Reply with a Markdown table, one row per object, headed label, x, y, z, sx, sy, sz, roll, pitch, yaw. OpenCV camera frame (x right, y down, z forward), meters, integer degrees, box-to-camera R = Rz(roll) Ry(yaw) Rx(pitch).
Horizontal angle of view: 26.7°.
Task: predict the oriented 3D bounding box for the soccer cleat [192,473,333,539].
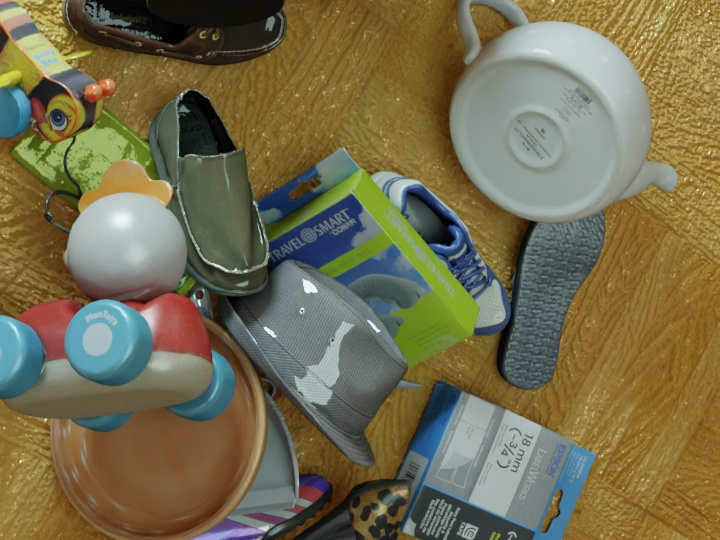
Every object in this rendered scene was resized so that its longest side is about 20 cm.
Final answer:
| label | x | y | z | sx | sy | sz | roll | pitch | yaw |
| --- | --- | --- | --- | --- | --- | --- | --- | --- | --- |
| soccer cleat | -0.119 | 0.215 | 1.353 | 0.200 | 0.068 | 0.073 | -21 | 94 | -18 |

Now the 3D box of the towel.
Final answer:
| label | x | y | z | sx | sy | sz | roll | pitch | yaw |
| --- | --- | --- | --- | --- | --- | --- | --- | --- | --- |
| towel | -0.201 | -0.070 | 1.318 | 0.200 | 0.018 | 0.086 | 41 | 78 | -20 |

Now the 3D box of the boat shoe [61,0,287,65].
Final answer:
| label | x | y | z | sx | sy | sz | roll | pitch | yaw |
| --- | --- | --- | --- | --- | --- | --- | --- | --- | --- |
| boat shoe | -0.153 | -0.213 | 1.298 | 0.199 | 0.070 | 0.071 | -2 | 95 | -23 |

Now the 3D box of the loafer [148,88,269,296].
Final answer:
| label | x | y | z | sx | sy | sz | roll | pitch | yaw |
| --- | --- | --- | --- | --- | --- | --- | --- | --- | --- |
| loafer | -0.128 | -0.069 | 1.267 | 0.075 | 0.070 | 0.200 | -13 | 62 | -26 |

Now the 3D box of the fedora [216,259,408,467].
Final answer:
| label | x | y | z | sx | sy | sz | roll | pitch | yaw |
| --- | --- | --- | --- | --- | --- | --- | --- | --- | --- |
| fedora | -0.028 | 0.064 | 1.295 | 0.090 | 0.177 | 0.200 | -45 | 76 | 6 |

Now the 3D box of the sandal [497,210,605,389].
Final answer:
| label | x | y | z | sx | sy | sz | roll | pitch | yaw |
| --- | --- | --- | --- | --- | --- | --- | --- | --- | --- |
| sandal | 0.176 | 0.015 | 1.473 | 0.076 | 0.043 | 0.201 | 18 | 97 | -15 |

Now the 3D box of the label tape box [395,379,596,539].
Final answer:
| label | x | y | z | sx | sy | sz | roll | pitch | yaw |
| --- | --- | --- | --- | --- | --- | --- | --- | --- | --- |
| label tape box | 0.138 | 0.211 | 1.457 | 0.200 | 0.063 | 0.145 | 25 | 86 | -22 |

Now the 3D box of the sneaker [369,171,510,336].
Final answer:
| label | x | y | z | sx | sy | sz | roll | pitch | yaw |
| --- | --- | --- | --- | --- | --- | --- | --- | --- | --- |
| sneaker | 0.076 | -0.008 | 1.400 | 0.200 | 0.088 | 0.075 | 44 | 76 | -21 |

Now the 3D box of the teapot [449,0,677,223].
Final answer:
| label | x | y | z | sx | sy | sz | roll | pitch | yaw |
| --- | --- | --- | --- | --- | --- | --- | --- | --- | --- |
| teapot | 0.184 | -0.152 | 1.403 | 0.146 | 0.197 | 0.201 | -48 | 138 | -50 |

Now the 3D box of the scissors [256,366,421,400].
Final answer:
| label | x | y | z | sx | sy | sz | roll | pitch | yaw |
| --- | --- | --- | --- | --- | --- | --- | --- | --- | --- |
| scissors | -0.036 | 0.089 | 1.401 | 0.199 | 0.014 | 0.073 | -6 | 95 | -20 |

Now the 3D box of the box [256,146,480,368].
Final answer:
| label | x | y | z | sx | sy | sz | roll | pitch | yaw |
| --- | --- | --- | --- | --- | --- | --- | --- | --- | --- |
| box | 0.000 | 0.000 | 1.356 | 0.200 | 0.122 | 0.048 | 49 | 32 | -19 |

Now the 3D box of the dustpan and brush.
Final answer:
| label | x | y | z | sx | sy | sz | roll | pitch | yaw |
| --- | --- | --- | --- | --- | --- | --- | --- | --- | --- |
| dustpan and brush | -0.132 | 0.112 | 1.330 | 0.139 | 0.057 | 0.201 | -7 | 65 | -1 |

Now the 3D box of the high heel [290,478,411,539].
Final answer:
| label | x | y | z | sx | sy | sz | roll | pitch | yaw |
| --- | --- | --- | --- | --- | --- | --- | --- | --- | --- |
| high heel | 0.041 | 0.271 | 1.381 | 0.142 | 0.071 | 0.200 | -38 | 122 | 21 |

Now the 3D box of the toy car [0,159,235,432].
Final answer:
| label | x | y | z | sx | sy | sz | roll | pitch | yaw |
| --- | --- | --- | --- | --- | --- | --- | --- | --- | --- |
| toy car | -0.203 | 0.012 | 1.208 | 0.176 | 0.184 | 0.201 | -8 | 72 | 19 |

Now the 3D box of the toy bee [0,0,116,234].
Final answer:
| label | x | y | z | sx | sy | sz | roll | pitch | yaw |
| --- | --- | --- | --- | --- | --- | --- | --- | --- | --- |
| toy bee | -0.249 | -0.148 | 1.232 | 0.200 | 0.109 | 0.131 | 46 | 37 | -20 |

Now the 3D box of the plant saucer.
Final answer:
| label | x | y | z | sx | sy | sz | roll | pitch | yaw |
| --- | --- | --- | --- | --- | --- | --- | --- | --- | --- |
| plant saucer | -0.168 | 0.133 | 1.287 | 0.200 | 0.037 | 0.201 | -3 | 79 | 18 |

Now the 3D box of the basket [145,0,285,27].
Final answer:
| label | x | y | z | sx | sy | sz | roll | pitch | yaw |
| --- | --- | --- | --- | --- | --- | --- | --- | --- | --- |
| basket | -0.121 | -0.310 | 1.229 | 0.180 | 0.136 | 0.201 | -6 | 79 | 19 |
